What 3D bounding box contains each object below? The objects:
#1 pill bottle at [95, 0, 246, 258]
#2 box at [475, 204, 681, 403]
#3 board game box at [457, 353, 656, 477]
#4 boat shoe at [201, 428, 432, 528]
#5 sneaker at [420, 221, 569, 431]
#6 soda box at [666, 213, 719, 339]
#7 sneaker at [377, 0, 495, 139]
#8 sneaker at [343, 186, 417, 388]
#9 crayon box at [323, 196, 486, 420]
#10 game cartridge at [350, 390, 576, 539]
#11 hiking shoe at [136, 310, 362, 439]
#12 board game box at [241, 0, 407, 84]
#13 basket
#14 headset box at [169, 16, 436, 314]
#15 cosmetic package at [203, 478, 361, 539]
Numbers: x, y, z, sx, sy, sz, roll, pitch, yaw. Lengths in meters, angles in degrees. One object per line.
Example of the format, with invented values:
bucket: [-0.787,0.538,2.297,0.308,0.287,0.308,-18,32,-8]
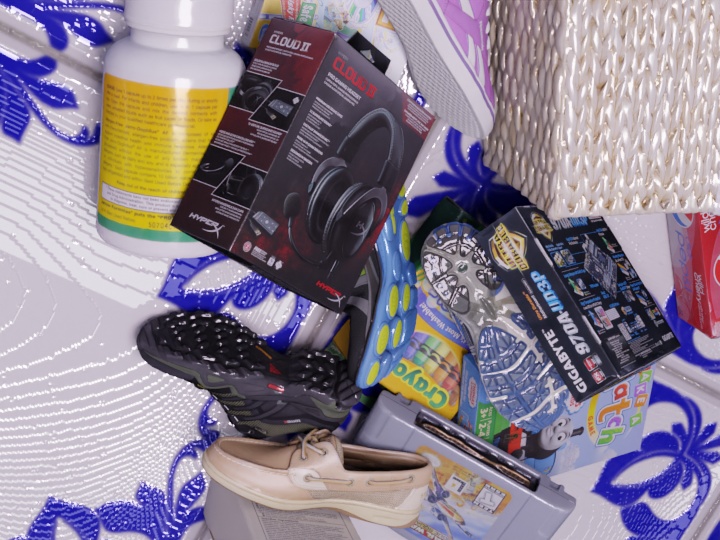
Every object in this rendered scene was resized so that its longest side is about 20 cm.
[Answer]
pill bottle: [-0.148,-0.120,1.045,0.112,0.113,0.201,1,108,-17]
box: [0.190,0.020,1.125,0.046,0.200,0.160,-35,79,25]
board game box: [0.184,0.126,1.245,0.199,0.037,0.152,-13,125,-23]
boat shoe: [-0.036,0.167,1.147,0.199,0.071,0.065,13,110,-15]
sneaker: [0.116,0.042,1.137,0.077,0.085,0.201,-27,102,1]
soda box: [0.329,-0.042,1.243,0.063,0.070,0.201,-17,113,-11]
sneaker: [0.090,-0.204,1.088,0.114,0.072,0.201,-48,139,-17]
sneaker: [0.000,0.000,1.139,0.082,0.071,0.201,-5,88,28]
crayon box: [0.067,0.051,1.206,0.126,0.052,0.200,36,96,-25]
game cartridge: [0.080,0.203,1.211,0.199,0.042,0.134,29,125,2]
hiking shoe: [-0.104,0.106,1.157,0.199,0.076,0.101,19,126,-6]
board game box: [-0.002,-0.259,1.083,0.134,0.034,0.201,15,104,-22]
basket: [0.204,-0.161,1.093,0.160,0.198,0.201,-4,111,-13]
headset box: [-0.037,-0.088,1.038,0.149,0.077,0.201,33,82,-50]
cosmetic package: [-0.065,0.234,1.149,0.103,0.200,0.074,10,105,-19]
